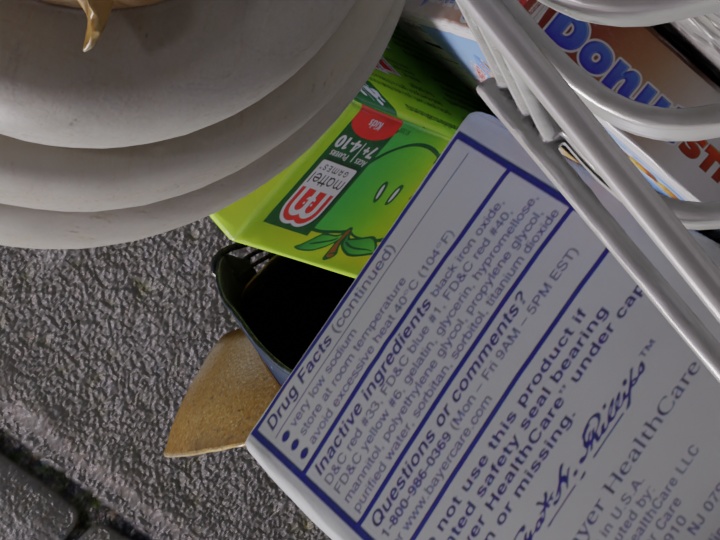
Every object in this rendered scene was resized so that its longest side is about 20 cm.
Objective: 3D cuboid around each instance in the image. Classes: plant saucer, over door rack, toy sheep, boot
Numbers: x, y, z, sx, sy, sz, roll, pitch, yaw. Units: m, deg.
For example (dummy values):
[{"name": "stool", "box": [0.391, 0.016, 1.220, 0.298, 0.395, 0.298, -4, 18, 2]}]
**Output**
[{"name": "plant saucer", "box": [0.025, 0.020, 0.979, 0.200, 0.199, 0.036, -87, -19, -89]}, {"name": "over door rack", "box": [0.071, 0.016, 0.369, 0.201, 0.066, 0.148, 63, -175, 13]}, {"name": "toy sheep", "box": [-0.054, -0.068, 0.491, 0.138, 0.138, 0.200, 42, 176, -4]}, {"name": "boot", "box": [0.000, 0.000, 0.847, 0.201, 0.074, 0.097, -109, -6, -46]}]

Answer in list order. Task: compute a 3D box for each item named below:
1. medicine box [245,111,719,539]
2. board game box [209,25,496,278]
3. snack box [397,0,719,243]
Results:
[{"name": "medicine box", "box": [0.101, 0.072, 0.652, 0.182, 0.103, 0.200, 34, -178, -31]}, {"name": "board game box", "box": [0.001, -0.043, 0.789, 0.102, 0.048, 0.200, 49, -165, 26]}, {"name": "snack box", "box": [0.050, -0.045, 0.690, 0.072, 0.024, 0.200, 41, -179, -11]}]
